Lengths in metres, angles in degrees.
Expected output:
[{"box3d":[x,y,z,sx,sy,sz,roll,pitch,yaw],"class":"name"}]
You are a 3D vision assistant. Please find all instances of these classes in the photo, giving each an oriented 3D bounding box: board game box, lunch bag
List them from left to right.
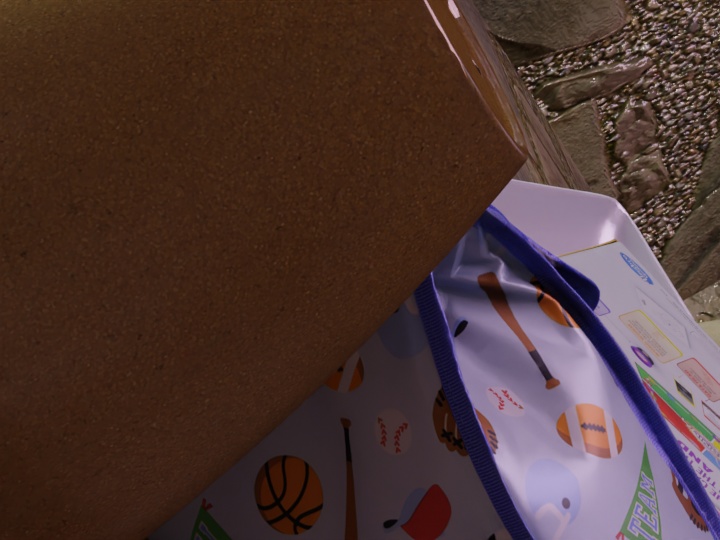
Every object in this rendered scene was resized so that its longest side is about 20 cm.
[{"box3d":[0.017,0.080,0.993,0.201,0.169,0.124,56,38,-12],"class":"lunch bag"},{"box3d":[0.106,0.062,1.136,0.153,0.040,0.200,48,22,14],"class":"board game box"}]

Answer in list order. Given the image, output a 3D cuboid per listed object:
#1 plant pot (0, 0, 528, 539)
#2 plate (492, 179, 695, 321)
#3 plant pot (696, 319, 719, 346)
[{"box3d":[-0.058,-0.026,0.866,0.187,0.199,0.186,58,8,-13],"class":"plant pot"},{"box3d":[0.110,0.049,1.282,0.200,0.032,0.200,5,50,-58],"class":"plate"},{"box3d":[0.147,0.113,1.599,0.188,0.199,0.187,59,8,-14],"class":"plant pot"}]
